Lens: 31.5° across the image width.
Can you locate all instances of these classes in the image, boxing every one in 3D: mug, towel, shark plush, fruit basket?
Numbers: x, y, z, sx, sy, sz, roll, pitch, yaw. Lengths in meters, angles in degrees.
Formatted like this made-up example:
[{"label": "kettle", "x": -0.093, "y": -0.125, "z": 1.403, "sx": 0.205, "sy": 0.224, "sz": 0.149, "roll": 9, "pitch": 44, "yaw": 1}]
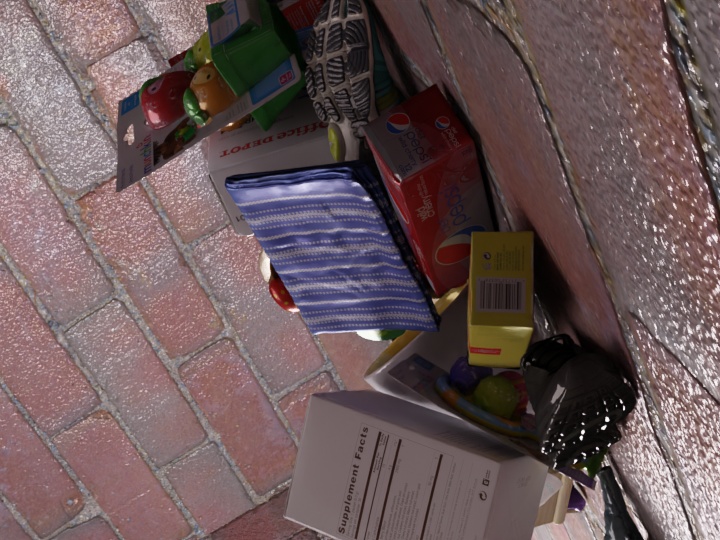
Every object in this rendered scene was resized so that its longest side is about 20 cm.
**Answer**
[{"label": "mug", "x": 0.117, "y": 0.102, "z": 1.279, "sx": 0.153, "sy": 0.186, "sz": 0.149, "roll": 48, "pitch": 144, "yaw": -1}, {"label": "towel", "x": -0.023, "y": -0.013, "z": 1.123, "sx": 0.201, "sy": 0.143, "sz": 0.024, "roll": 62, "pitch": -143, "yaw": -37}, {"label": "shark plush", "x": 0.263, "y": 0.272, "z": 1.150, "sx": 0.083, "sy": 0.089, "sz": 0.204, "roll": 164, "pitch": 97, "yaw": -67}, {"label": "fruit basket", "x": -0.150, "y": -0.173, "z": 1.183, "sx": 0.094, "sy": 0.198, "sz": 0.186, "roll": 59, "pitch": -170, "yaw": -34}]

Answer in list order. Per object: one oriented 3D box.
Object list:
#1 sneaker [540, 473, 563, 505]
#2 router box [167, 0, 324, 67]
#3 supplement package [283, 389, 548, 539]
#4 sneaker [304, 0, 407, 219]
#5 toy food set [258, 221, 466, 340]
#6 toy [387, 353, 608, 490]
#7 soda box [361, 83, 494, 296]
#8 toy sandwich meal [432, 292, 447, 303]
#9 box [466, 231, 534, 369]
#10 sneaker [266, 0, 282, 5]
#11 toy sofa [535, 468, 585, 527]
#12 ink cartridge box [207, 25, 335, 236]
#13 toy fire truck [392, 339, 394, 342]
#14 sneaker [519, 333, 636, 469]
[{"label": "sneaker", "x": 0.160, "y": 0.166, "z": 1.368, "sx": 0.075, "sy": 0.088, "sz": 0.202, "roll": 44, "pitch": -158, "yaw": -51}, {"label": "router box", "x": -0.126, "y": -0.252, "z": 1.434, "sx": 0.049, "sy": 0.178, "sz": 0.200, "roll": 61, "pitch": 177, "yaw": -16}, {"label": "supplement package", "x": 0.051, "y": 0.193, "z": 1.150, "sx": 0.198, "sy": 0.122, "sz": 0.121, "roll": 16, "pitch": -174, "yaw": 30}, {"label": "sneaker", "x": 0.007, "y": -0.144, "z": 1.122, "sx": 0.077, "sy": 0.079, "sz": 0.203, "roll": 0, "pitch": 109, "yaw": 41}, {"label": "toy food set", "x": 0.000, "y": 0.000, "z": 1.231, "sx": 0.200, "sy": 0.195, "sz": 0.049, "roll": 131, "pitch": 146, "yaw": -51}, {"label": "toy", "x": 0.129, "y": 0.115, "z": 1.118, "sx": 0.198, "sy": 0.048, "sz": 0.115, "roll": 32, "pitch": -169, "yaw": 11}, {"label": "soda box", "x": 0.062, "y": -0.060, "z": 1.036, "sx": 0.064, "sy": 0.069, "sz": 0.201, "roll": 60, "pitch": 178, "yaw": 28}, {"label": "toy sandwich meal", "x": 0.036, "y": -0.045, "z": 1.382, "sx": 0.204, "sy": 0.071, "sz": 0.205, "roll": 38, "pitch": -170, "yaw": -8}, {"label": "box", "x": 0.109, "y": 0.028, "z": 1.013, "sx": 0.200, "sy": 0.049, "sz": 0.077, "roll": 73, "pitch": -162, "yaw": -78}, {"label": "sneaker", "x": -0.071, "y": -0.280, "z": 1.142, "sx": 0.071, "sy": 0.082, "sz": 0.200, "roll": 60, "pitch": 179, "yaw": -5}, {"label": "toy sofa", "x": 0.181, "y": 0.195, "z": 1.464, "sx": 0.201, "sy": 0.096, "sz": 0.084, "roll": -122, "pitch": 28, "yaw": -48}, {"label": "ink cartridge box", "x": -0.069, "y": -0.144, "z": 1.253, "sx": 0.202, "sy": 0.144, "sz": 0.087, "roll": -95, "pitch": -14, "yaw": -50}, {"label": "toy fire truck", "x": 0.058, "y": 0.032, "z": 1.690, "sx": 0.177, "sy": 0.127, "sz": 0.202, "roll": 63, "pitch": -172, "yaw": -47}, {"label": "sneaker", "x": 0.150, "y": 0.088, "z": 0.947, "sx": 0.200, "sy": 0.075, "sz": 0.092, "roll": 77, "pitch": 171, "yaw": -71}]
